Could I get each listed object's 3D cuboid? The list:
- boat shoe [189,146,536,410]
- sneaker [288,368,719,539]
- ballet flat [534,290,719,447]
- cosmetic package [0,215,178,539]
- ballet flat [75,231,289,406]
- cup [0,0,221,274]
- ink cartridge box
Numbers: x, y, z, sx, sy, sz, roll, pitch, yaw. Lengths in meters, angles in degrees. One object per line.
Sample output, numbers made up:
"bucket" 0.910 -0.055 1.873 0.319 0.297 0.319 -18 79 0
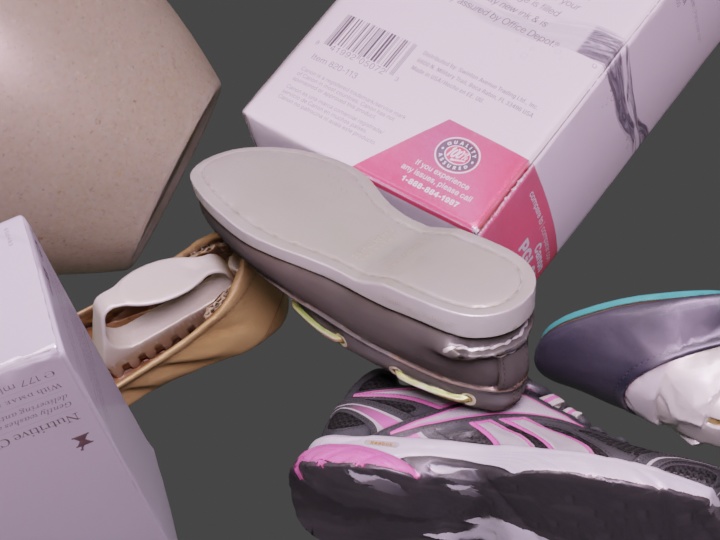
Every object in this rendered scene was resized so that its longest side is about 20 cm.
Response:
"boat shoe" -0.002 0.001 1.249 0.072 0.060 0.201 -31 42 -33
"sneaker" 0.073 0.079 1.229 0.199 0.081 0.087 10 48 14
"ballet flat" 0.177 0.040 1.232 0.199 0.073 0.073 -9 54 5
"cosmetic package" -0.157 0.078 1.209 0.112 0.200 0.081 -22 52 2
"ballet flat" -0.130 0.037 1.314 0.200 0.063 0.069 -30 54 -7
"cup" -0.152 -0.077 1.340 0.143 0.200 0.201 27 63 0
"ink cartridge box" 0.064 -0.096 1.345 0.146 0.083 0.200 28 67 29
